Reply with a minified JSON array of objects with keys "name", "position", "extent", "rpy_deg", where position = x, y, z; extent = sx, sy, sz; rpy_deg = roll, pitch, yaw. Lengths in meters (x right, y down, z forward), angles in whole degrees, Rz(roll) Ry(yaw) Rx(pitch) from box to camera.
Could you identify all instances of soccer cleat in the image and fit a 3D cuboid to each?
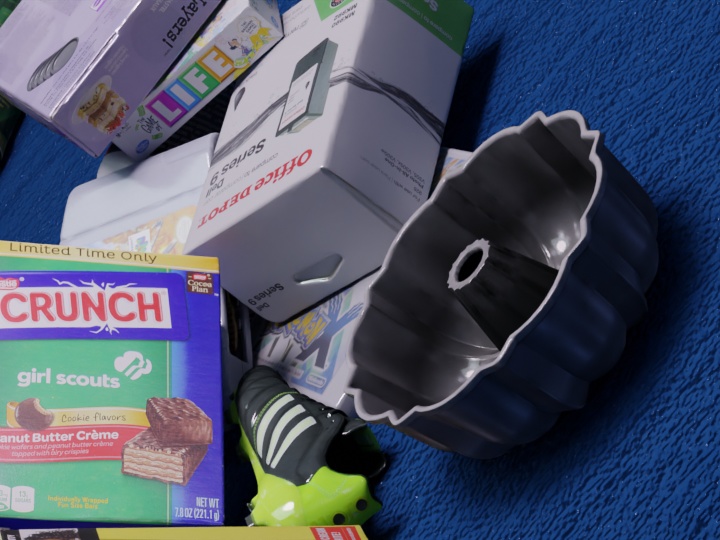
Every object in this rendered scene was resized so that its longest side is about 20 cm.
[{"name":"soccer cleat","position":[-0.029,0.106,1.654],"extent":[0.081,0.068,0.200],"rpy_deg":[-28,25,4]}]

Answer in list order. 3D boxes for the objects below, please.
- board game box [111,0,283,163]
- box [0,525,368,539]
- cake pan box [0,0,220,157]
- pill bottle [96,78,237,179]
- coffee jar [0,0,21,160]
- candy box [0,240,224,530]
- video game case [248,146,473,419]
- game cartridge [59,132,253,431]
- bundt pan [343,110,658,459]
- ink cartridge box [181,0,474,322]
[{"name":"board game box","position":[-0.119,-0.175,1.932],"extent":[0.134,0.034,0.200],"rpy_deg":[-40,30,18]},{"name":"box","position":[-0.090,0.172,1.506],"extent":[0.075,0.200,0.050],"rpy_deg":[-119,33,-66]},{"name":"cake pan box","position":[-0.162,-0.183,1.915],"extent":[0.200,0.052,0.184],"rpy_deg":[-53,30,-5]},{"name":"pill bottle","position":[-0.112,-0.072,1.964],"extent":[0.120,0.120,0.200],"rpy_deg":[-11,47,58]},{"name":"coffee jar","position":[-0.347,-0.158,2.566],"extent":[0.104,0.085,0.200],"rpy_deg":[-25,37,48]},{"name":"candy box","position":[-0.165,0.083,1.682],"extent":[0.077,0.169,0.200],"rpy_deg":[104,166,-49]},{"name":"video game case","position":[0.000,0.000,1.781],"extent":[0.182,0.022,0.200],"rpy_deg":[-57,23,-8]},{"name":"game cartridge","position":[-0.135,0.020,1.836],"extent":[0.133,0.042,0.200],"rpy_deg":[-18,62,22]},{"name":"bundt pan","position":[0.085,0.016,1.531],"extent":[0.202,0.076,0.202],"rpy_deg":[-42,25,26]},{"name":"ink cartridge box","position":[-0.019,-0.086,1.801],"extent":[0.146,0.084,0.200],"rpy_deg":[-31,32,41]}]
